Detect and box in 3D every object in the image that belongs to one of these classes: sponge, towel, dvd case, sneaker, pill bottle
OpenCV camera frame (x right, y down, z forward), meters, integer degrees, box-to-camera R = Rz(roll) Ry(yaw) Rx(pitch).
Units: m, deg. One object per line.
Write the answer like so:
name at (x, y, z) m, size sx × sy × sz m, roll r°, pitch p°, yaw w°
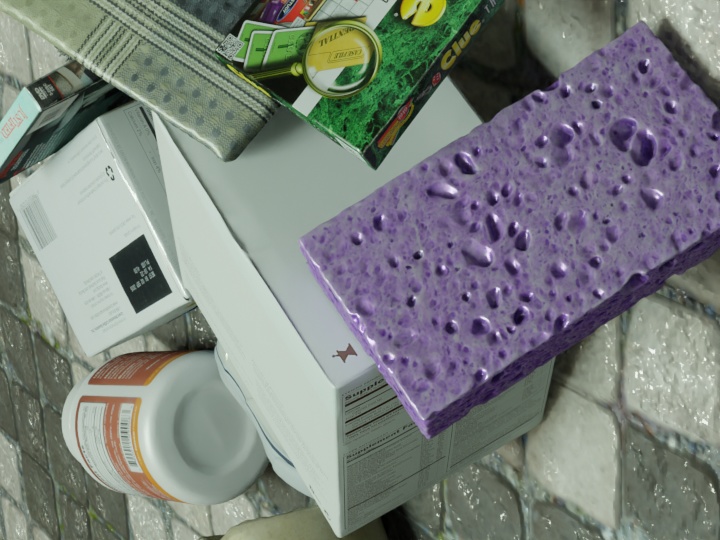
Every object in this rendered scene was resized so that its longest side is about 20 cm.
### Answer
sponge at (0.082, -0.021, 0.834) m, size 0.112 × 0.199 × 0.030 m, roll 55°, pitch 174°, yaw 26°
towel at (-0.084, -0.178, 0.920) m, size 0.199 × 0.193 × 0.035 m, roll 35°, pitch 174°, yaw 16°
dvd case at (-0.151, -0.126, 1.149) m, size 0.022 × 0.199 × 0.146 m, roll 54°, pitch 149°, yaw 0°
sneaker at (-0.043, 0.083, 1.208) m, size 0.200 × 0.072 × 0.071 m, roll 42°, pitch 142°, yaw 41°
pill bottle at (-0.154, 0.118, 1.373) m, size 0.199 × 0.111 × 0.113 m, roll -4°, pitch 102°, yaw 60°

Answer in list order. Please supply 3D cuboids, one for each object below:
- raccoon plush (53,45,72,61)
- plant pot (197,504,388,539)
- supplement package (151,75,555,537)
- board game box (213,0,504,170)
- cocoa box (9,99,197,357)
raccoon plush at (-0.218, -0.177, 1.265) m, size 0.096 × 0.133 × 0.203 m, roll 2°, pitch 94°, yaw 52°
plant pot at (-0.033, 0.258, 1.195) m, size 0.200 × 0.199 × 0.186 m, roll -36°, pitch 65°, yaw 59°
supplement package at (0.000, 0.000, 0.973) m, size 0.192 × 0.146 × 0.201 m, roll 55°, pitch 164°, yaw 24°
board game box at (0.028, -0.154, 0.854) m, size 0.104 × 0.201 × 0.023 m, roll 35°, pitch 174°, yaw 26°
cocoa box at (-0.129, -0.041, 1.216) m, size 0.200 × 0.131 × 0.134 m, roll -26°, pitch 91°, yaw 60°
